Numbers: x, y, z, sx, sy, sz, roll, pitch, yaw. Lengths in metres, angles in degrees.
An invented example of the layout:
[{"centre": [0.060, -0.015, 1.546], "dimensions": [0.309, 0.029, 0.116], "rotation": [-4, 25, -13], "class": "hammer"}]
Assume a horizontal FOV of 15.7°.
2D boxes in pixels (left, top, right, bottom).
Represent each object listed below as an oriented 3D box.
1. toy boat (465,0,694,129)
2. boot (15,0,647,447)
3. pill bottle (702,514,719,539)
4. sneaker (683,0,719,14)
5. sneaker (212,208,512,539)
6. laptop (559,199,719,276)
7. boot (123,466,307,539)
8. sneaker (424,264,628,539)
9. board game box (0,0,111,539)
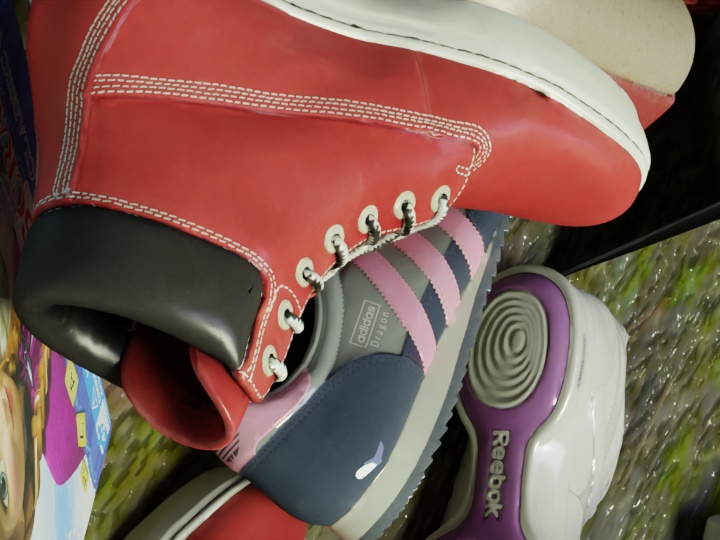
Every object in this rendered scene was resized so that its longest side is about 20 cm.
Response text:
[{"centre": [0.017, -0.080, 0.899], "dimensions": [0.131, 0.131, 0.200], "rotation": [-52, 153, 15], "class": "toy boat"}, {"centre": [-0.004, -0.008, 0.736], "dimensions": [0.200, 0.072, 0.144], "rotation": [15, 60, -28], "class": "boot"}, {"centre": [0.193, 0.226, 1.276], "dimensions": [0.113, 0.113, 0.200], "rotation": [5, 97, -59], "class": "pill bottle"}, {"centre": [0.173, -0.167, 1.162], "dimensions": [0.200, 0.079, 0.096], "rotation": [-18, 95, -55], "class": "sneaker"}, {"centre": [0.000, 0.000, 0.931], "dimensions": [0.070, 0.082, 0.200], "rotation": [-48, -162, 45], "class": "sneaker"}, {"centre": [0.185, -0.093, 1.136], "dimensions": [0.187, 0.116, 0.200], "rotation": [-19, 119, -55], "class": "laptop"}, {"centre": [-0.035, 0.156, 0.852], "dimensions": [0.200, 0.144, 0.072], "rotation": [-58, 142, -32], "class": "boot"}, {"centre": [0.073, 0.103, 1.073], "dimensions": [0.100, 0.075, 0.200], "rotation": [19, 85, -58], "class": "sneaker"}, {"centre": [-0.117, 0.022, 0.687], "dimensions": [0.200, 0.041, 0.200], "rotation": [-82, 165, -56], "class": "board game box"}]
